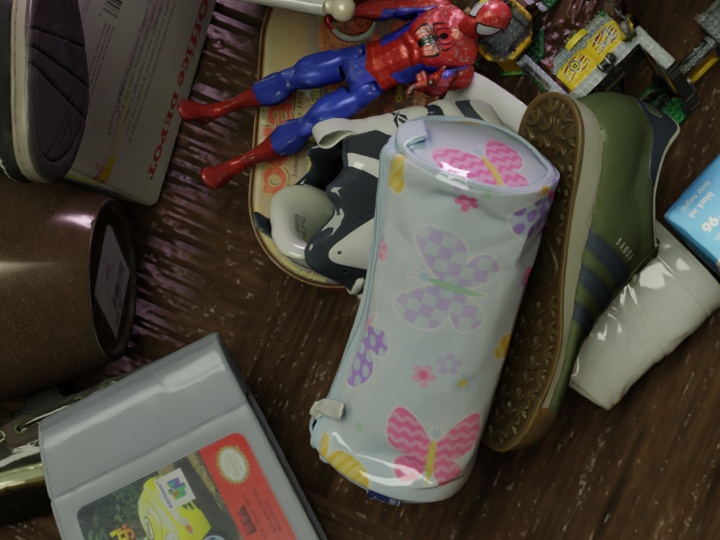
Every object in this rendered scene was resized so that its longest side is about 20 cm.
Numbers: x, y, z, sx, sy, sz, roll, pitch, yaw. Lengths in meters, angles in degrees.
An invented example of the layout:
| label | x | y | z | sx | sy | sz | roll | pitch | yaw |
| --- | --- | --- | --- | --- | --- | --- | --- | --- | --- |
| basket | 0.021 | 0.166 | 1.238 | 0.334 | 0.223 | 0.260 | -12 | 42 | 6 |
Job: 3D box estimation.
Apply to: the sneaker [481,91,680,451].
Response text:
| label | x | y | z | sx | sy | sz | roll | pitch | yaw |
| --- | --- | --- | --- | --- | --- | --- | --- | --- | --- |
| sneaker | 0.120 | 0.000 | 1.294 | 0.067 | 0.090 | 0.200 | 34 | 122 | 46 |

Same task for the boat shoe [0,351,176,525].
| label | x | y | z | sx | sy | sz | roll | pitch | yaw |
| --- | --- | --- | --- | --- | --- | --- | --- | --- | --- |
| boat shoe | -0.171 | 0.097 | 1.428 | 0.201 | 0.072 | 0.066 | -18 | 70 | 7 |

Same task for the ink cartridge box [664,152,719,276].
| label | x | y | z | sx | sy | sz | roll | pitch | yaw |
| --- | --- | --- | --- | --- | --- | --- | --- | --- | --- |
| ink cartridge box | 0.260 | 0.023 | 1.288 | 0.200 | 0.116 | 0.068 | 44 | 95 | 19 |

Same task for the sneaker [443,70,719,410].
| label | x | y | z | sx | sy | sz | roll | pitch | yaw |
| --- | --- | --- | --- | --- | --- | --- | --- | --- | --- |
| sneaker | 0.093 | -0.013 | 1.366 | 0.116 | 0.074 | 0.200 | -46 | 73 | 1 |

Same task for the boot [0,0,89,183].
| label | x | y | z | sx | sy | sz | roll | pitch | yaw |
| --- | --- | --- | --- | --- | --- | --- | --- | --- | --- |
| boot | -0.225 | -0.126 | 1.265 | 0.150 | 0.073 | 0.200 | -13 | 73 | 14 |

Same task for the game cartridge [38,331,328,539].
| label | x | y | z | sx | sy | sz | roll | pitch | yaw |
| --- | --- | --- | --- | --- | --- | --- | --- | --- | --- |
| game cartridge | -0.093 | 0.151 | 1.373 | 0.133 | 0.041 | 0.200 | -27 | 94 | 8 |

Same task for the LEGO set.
| label | x | y | z | sx | sy | sz | roll | pitch | yaw |
| --- | --- | --- | --- | --- | --- | --- | --- | --- | --- |
| LEGO set | 0.149 | -0.155 | 1.350 | 0.200 | 0.116 | 0.154 | -37 | 73 | 7 |

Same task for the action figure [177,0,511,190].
| label | x | y | z | sx | sy | sz | roll | pitch | yaw |
| --- | --- | --- | --- | --- | --- | --- | --- | --- | --- |
| action figure | -0.014 | -0.106 | 1.352 | 0.200 | 0.099 | 0.065 | -22 | 84 | 18 |

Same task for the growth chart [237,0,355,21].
| label | x | y | z | sx | sy | sz | roll | pitch | yaw |
| --- | --- | --- | --- | --- | --- | --- | --- | --- | --- |
| growth chart | -0.027 | -0.183 | 1.384 | 0.145 | 0.200 | 0.018 | 15 | 119 | 23 |

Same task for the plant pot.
| label | x | y | z | sx | sy | sz | roll | pitch | yaw |
| --- | --- | --- | --- | --- | --- | --- | --- | --- | --- |
| plant pot | -0.236 | 0.007 | 1.406 | 0.200 | 0.187 | 0.187 | -1 | 80 | 11 |

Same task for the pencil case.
| label | x | y | z | sx | sy | sz | roll | pitch | yaw |
| --- | --- | --- | --- | --- | --- | --- | --- | --- | --- |
| pencil case | 0.036 | 0.020 | 1.261 | 0.091 | 0.083 | 0.200 | 18 | 117 | 5 |

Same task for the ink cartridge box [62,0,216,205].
| label | x | y | z | sx | sy | sz | roll | pitch | yaw |
| --- | --- | --- | --- | --- | --- | --- | --- | --- | --- |
| ink cartridge box | -0.195 | -0.137 | 1.404 | 0.144 | 0.200 | 0.147 | 16 | 85 | 20 |

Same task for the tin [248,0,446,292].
| label | x | y | z | sx | sy | sz | roll | pitch | yaw |
| --- | --- | --- | --- | --- | --- | --- | --- | --- | --- |
| tin | -0.005 | -0.086 | 1.426 | 0.112 | 0.042 | 0.200 | 3 | 82 | 13 |

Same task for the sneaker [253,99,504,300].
| label | x | y | z | sx | sy | sz | roll | pitch | yaw |
| --- | --- | --- | --- | --- | --- | --- | --- | --- | --- |
| sneaker | 0.000 | 0.000 | 1.334 | 0.129 | 0.080 | 0.199 | 1 | 124 | -17 |
